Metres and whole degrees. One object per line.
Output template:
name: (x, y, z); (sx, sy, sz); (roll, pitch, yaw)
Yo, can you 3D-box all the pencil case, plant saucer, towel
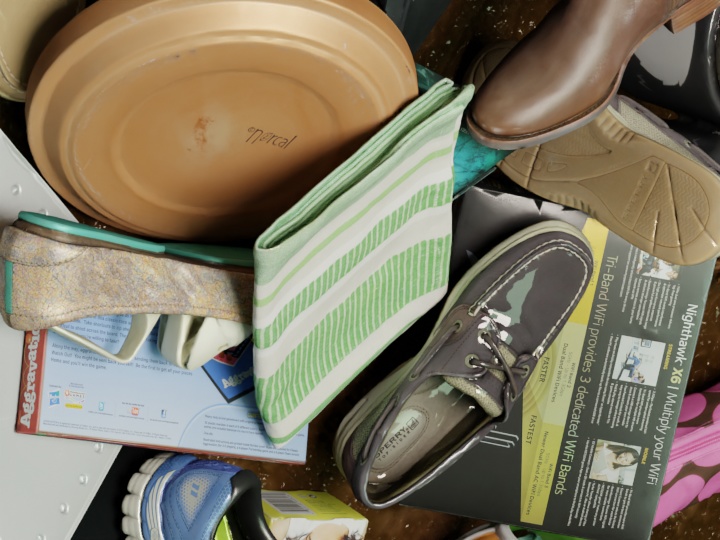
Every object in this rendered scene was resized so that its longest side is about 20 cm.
pencil case: (0.218, 0.118, 1.378); (0.199, 0.093, 0.091); (-22, 95, -30)
plant saucer: (-0.068, -0.074, 1.053); (0.199, 0.033, 0.201); (-6, 146, -4)
towel: (0.000, 0.000, 1.105); (0.152, 0.023, 0.201); (-41, 158, -25)

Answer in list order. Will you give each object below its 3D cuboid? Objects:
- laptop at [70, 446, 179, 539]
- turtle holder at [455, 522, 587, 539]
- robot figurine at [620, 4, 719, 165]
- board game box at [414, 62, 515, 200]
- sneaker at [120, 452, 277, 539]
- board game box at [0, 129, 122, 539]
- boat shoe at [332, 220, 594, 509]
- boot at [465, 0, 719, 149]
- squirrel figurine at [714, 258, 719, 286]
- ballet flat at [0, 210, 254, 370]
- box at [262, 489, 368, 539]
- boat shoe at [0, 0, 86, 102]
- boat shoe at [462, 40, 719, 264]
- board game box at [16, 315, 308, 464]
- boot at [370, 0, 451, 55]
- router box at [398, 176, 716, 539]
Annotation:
laptop: (-0.211, 0.155, 1.127); (0.200, 0.104, 0.177); (-39, 129, 13)
turtle holder: (0.117, 0.229, 1.296); (0.184, 0.141, 0.133); (19, 106, -7)
robot figurine: (0.215, -0.146, 1.213); (0.124, 0.200, 0.151); (-28, 121, -25)
board game box: (-0.030, -0.074, 1.114); (0.199, 0.028, 0.135); (23, 134, -38)
sneaker: (-0.070, 0.199, 1.144); (0.078, 0.089, 0.202); (-27, 109, -55)
board game box: (-0.196, 0.051, 1.045); (0.200, 0.026, 0.201); (54, 50, -36)
boat shoe: (0.064, 0.059, 1.191); (0.200, 0.065, 0.072); (-45, 116, 10)
boot: (0.111, -0.179, 1.052); (0.186, 0.064, 0.201); (-40, 144, -18)
squirrel figurine: (0.289, -0.085, 1.348); (0.200, 0.140, 0.188); (91, 14, -65)
ballet flat: (-0.104, 0.015, 1.068); (0.199, 0.068, 0.068); (9, 94, -41)
box: (-0.057, 0.233, 1.242); (0.075, 0.050, 0.202); (4, 104, -37)
boat shoe: (-0.159, -0.176, 1.012); (0.071, 0.064, 0.202); (-12, 113, -33)
boat shoe: (0.140, -0.064, 1.190); (0.065, 0.200, 0.072); (15, 107, -54)
board game box: (-0.099, 0.045, 1.125); (0.199, 0.019, 0.104); (13, 80, -48)
boot: (0.068, -0.179, 1.127); (0.161, 0.074, 0.199); (-10, 139, -31)
router box: (0.116, 0.054, 1.258); (0.156, 0.052, 0.202); (11, 101, -4)
